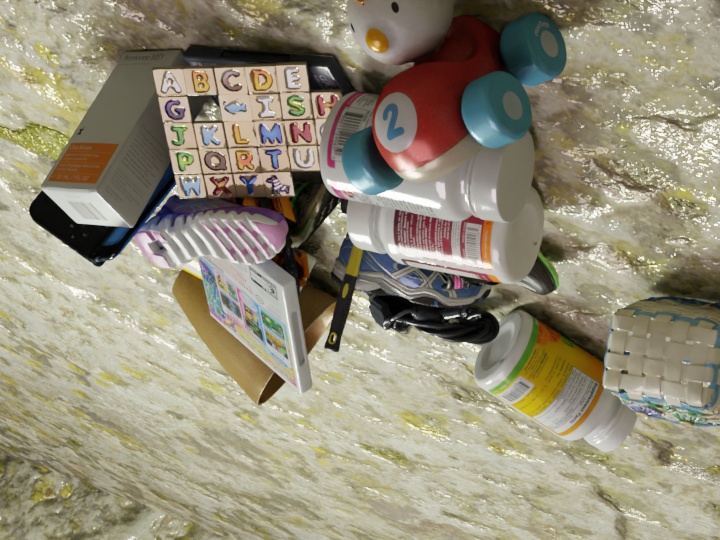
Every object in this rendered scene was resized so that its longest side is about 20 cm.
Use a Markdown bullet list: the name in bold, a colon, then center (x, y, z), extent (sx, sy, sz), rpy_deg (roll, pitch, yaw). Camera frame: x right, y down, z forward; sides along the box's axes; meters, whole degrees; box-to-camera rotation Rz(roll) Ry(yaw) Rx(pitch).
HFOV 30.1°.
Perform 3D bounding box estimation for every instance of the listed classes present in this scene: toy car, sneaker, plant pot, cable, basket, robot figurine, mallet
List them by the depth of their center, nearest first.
- **toy car**: center (0.041, -0.198, 1.176), extent (0.184, 0.177, 0.200), rpy_deg (-19, 119, 44)
- **basket**: center (0.362, 0.101, 1.493), extent (0.175, 0.140, 0.199), rpy_deg (9, -175, 35)
- **sneaker**: center (-0.166, -0.059, 1.544), extent (0.199, 0.089, 0.081), rpy_deg (-2, 135, 32)
- **sneaker**: center (0.134, -0.005, 1.552), extent (0.199, 0.084, 0.077), rpy_deg (18, 156, 19)
- **mallet**: center (0.000, 0.000, 1.587), extent (0.065, 0.202, 0.041), rpy_deg (9, -177, 17)
- **robot figurine**: center (-0.117, -0.057, 1.606), extent (0.145, 0.058, 0.201), rpy_deg (18, 129, 55)
- **sneaker**: center (0.067, -0.004, 1.631), extent (0.198, 0.078, 0.076), rpy_deg (10, -169, -9)
- **sneaker**: center (-0.086, -0.081, 1.645), extent (0.089, 0.077, 0.200), rpy_deg (41, 151, -6)
- **cable**: center (0.088, 0.051, 1.709), extent (0.162, 0.051, 0.200), rpy_deg (8, -175, -13)
- **plant pot**: center (-0.163, 0.058, 1.892), extent (0.200, 0.187, 0.187), rpy_deg (37, 157, 8)

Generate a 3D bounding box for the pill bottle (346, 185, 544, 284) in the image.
- **pill bottle**: center (0.091, -0.054, 1.466), extent (0.199, 0.110, 0.110), rpy_deg (11, 152, 31)

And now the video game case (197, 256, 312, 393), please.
- **video game case**: center (-0.135, 0.033, 1.630), extent (0.200, 0.024, 0.183), rpy_deg (37, 147, 38)

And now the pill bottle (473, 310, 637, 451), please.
- **pill bottle**: center (0.253, 0.146, 1.704), extent (0.199, 0.112, 0.111), rpy_deg (32, 155, -14)

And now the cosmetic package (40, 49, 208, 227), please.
- **cosmetic package**: center (-0.262, -0.151, 1.512), extent (0.101, 0.201, 0.071), rpy_deg (5, 148, 39)

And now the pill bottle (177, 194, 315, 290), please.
- **pill bottle**: center (-0.165, -0.027, 1.774), extent (0.199, 0.113, 0.113), rpy_deg (28, 156, -4)

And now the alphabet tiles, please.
- **alphabet tiles**: center (-0.113, -0.147, 1.437), extent (0.198, 0.008, 0.168), rpy_deg (-1, 129, 8)

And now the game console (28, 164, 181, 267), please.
- **game console**: center (-0.279, -0.114, 1.561), extent (0.170, 0.200, 0.118), rpy_deg (34, 164, 14)

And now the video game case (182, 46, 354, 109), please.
- **video game case**: center (-0.086, -0.190, 1.482), extent (0.199, 0.019, 0.143), rpy_deg (9, 151, 32)

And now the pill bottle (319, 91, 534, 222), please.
- **pill bottle**: center (0.068, -0.113, 1.364), extent (0.199, 0.114, 0.114), rpy_deg (14, 153, 27)
